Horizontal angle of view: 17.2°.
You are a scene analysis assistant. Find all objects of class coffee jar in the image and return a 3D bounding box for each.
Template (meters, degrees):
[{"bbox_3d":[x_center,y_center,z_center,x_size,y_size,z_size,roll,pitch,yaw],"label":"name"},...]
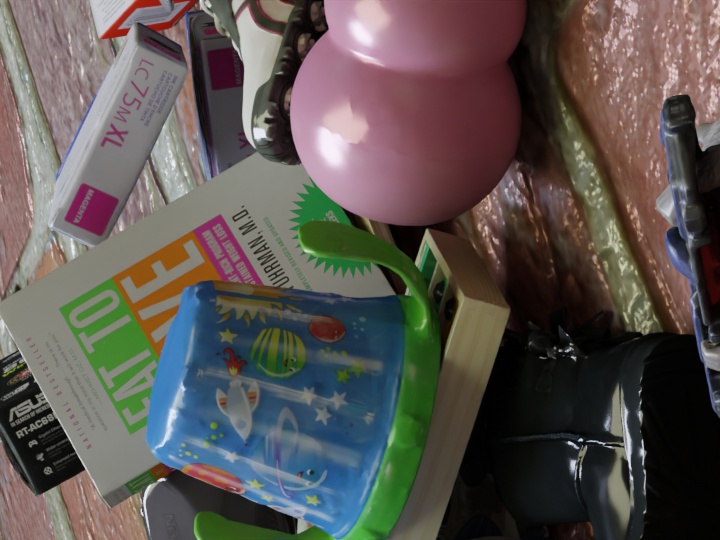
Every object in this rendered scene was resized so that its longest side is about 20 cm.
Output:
[{"bbox_3d":[-0.080,0.128,1.440,0.200,0.085,0.105,-85,-18,-75],"label":"coffee jar"}]

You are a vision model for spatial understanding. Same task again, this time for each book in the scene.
[{"bbox_3d":[-0.089,0.029,1.356,0.134,0.199,0.048,57,175,22],"label":"book"}]

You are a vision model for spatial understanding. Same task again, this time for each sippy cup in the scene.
[{"bbox_3d":[-0.040,0.066,1.241,0.140,0.130,0.179,164,120,-76],"label":"sippy cup"}]

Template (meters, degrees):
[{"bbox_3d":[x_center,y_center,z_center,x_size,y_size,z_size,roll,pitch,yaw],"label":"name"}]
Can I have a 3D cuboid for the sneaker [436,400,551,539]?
[{"bbox_3d":[0.065,0.128,1.338,0.085,0.077,0.201,-128,43,-61],"label":"sneaker"}]

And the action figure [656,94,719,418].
[{"bbox_3d":[0.192,0.013,1.009,0.200,0.104,0.194,70,-179,-55],"label":"action figure"}]

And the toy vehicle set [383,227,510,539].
[{"bbox_3d":[0.028,0.090,1.280,0.124,0.026,0.201,-115,41,-72],"label":"toy vehicle set"}]

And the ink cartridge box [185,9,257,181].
[{"bbox_3d":[-0.085,-0.104,1.532,0.200,0.042,0.120,-113,16,-77],"label":"ink cartridge box"}]

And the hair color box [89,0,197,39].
[{"bbox_3d":[-0.169,-0.277,1.688,0.101,0.061,0.201,-27,76,65],"label":"hair color box"}]

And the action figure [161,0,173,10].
[{"bbox_3d":[-0.081,-0.274,1.328,0.201,0.193,0.105,55,169,-12],"label":"action figure"}]

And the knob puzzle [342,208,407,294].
[{"bbox_3d":[0.000,0.000,1.447,0.220,0.030,0.220,55,161,29],"label":"knob puzzle"}]

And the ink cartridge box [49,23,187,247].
[{"bbox_3d":[-0.149,-0.088,1.462,0.120,0.042,0.200,-63,12,6],"label":"ink cartridge box"}]

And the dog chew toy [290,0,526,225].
[{"bbox_3d":[0.032,-0.128,1.243,0.125,0.124,0.201,42,129,53],"label":"dog chew toy"}]

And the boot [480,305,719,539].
[{"bbox_3d":[0.121,0.117,1.192,0.162,0.073,0.200,-4,89,64],"label":"boot"}]

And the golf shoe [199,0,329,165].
[{"bbox_3d":[-0.049,-0.137,1.356,0.077,0.087,0.201,63,-152,-45],"label":"golf shoe"}]

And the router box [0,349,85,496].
[{"bbox_3d":[-0.129,0.050,1.461,0.062,0.199,0.150,62,177,-11],"label":"router box"}]

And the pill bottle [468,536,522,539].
[{"bbox_3d":[0.080,0.222,1.207,0.200,0.111,0.113,-108,14,-74],"label":"pill bottle"}]
